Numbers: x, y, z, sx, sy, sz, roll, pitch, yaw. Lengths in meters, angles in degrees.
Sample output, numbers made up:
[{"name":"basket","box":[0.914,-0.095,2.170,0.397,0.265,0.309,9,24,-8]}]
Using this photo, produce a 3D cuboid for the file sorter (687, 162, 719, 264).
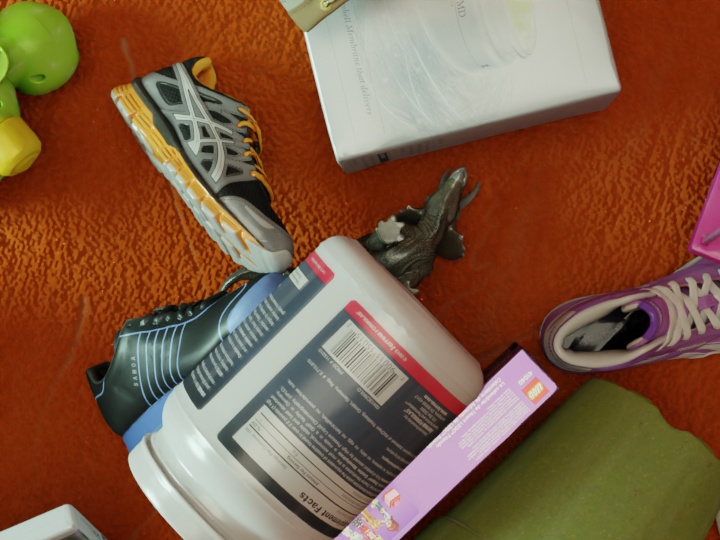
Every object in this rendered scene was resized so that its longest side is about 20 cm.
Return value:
[{"name":"file sorter","box":[0.326,-0.087,1.080,0.139,0.125,0.200,22,82,1]}]

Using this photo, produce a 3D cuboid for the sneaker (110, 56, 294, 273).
[{"name":"sneaker","box":[-0.099,-0.079,1.152,0.077,0.078,0.200,-34,62,-9]}]

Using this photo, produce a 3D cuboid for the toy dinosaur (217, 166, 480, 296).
[{"name":"toy dinosaur","box":[0.000,0.000,1.166,0.200,0.102,0.077,-26,89,9]}]

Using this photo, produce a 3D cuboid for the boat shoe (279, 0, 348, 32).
[{"name":"boat shoe","box":[0.036,-0.215,1.055,0.200,0.074,0.066,-23,101,5]}]

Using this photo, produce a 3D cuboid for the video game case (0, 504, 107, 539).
[{"name":"video game case","box":[-0.253,0.241,1.141,0.200,0.182,0.023,-23,55,3]}]

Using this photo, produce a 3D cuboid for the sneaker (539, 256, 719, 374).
[{"name":"sneaker","box":[0.225,0.031,1.138,0.200,0.114,0.073,-20,87,2]}]

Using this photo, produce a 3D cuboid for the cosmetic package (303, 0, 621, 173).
[{"name":"cosmetic package","box":[0.058,-0.190,1.145,0.200,0.123,0.199,-14,89,2]}]

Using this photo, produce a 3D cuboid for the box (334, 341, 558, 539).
[{"name":"box","box":[0.049,0.131,1.136,0.200,0.137,0.039,-44,88,2]}]

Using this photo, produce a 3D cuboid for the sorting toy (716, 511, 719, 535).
[{"name":"sorting toy","box":[0.338,0.200,1.153,0.200,0.107,0.180,-24,69,3]}]

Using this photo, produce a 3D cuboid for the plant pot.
[{"name":"plant pot","box":[0.150,0.182,1.121,0.200,0.200,0.190,39,79,3]}]

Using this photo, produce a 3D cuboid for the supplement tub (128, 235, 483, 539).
[{"name":"supplement tub","box":[-0.034,0.090,1.046,0.200,0.140,0.140,-45,88,2]}]

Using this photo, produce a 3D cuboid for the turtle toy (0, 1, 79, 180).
[{"name":"turtle toy","box":[-0.286,-0.116,1.173,0.200,0.101,0.146,-41,88,2]}]

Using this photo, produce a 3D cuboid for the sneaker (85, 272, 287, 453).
[{"name":"sneaker","box":[-0.123,0.050,1.148,0.200,0.070,0.078,-43,78,32]}]
